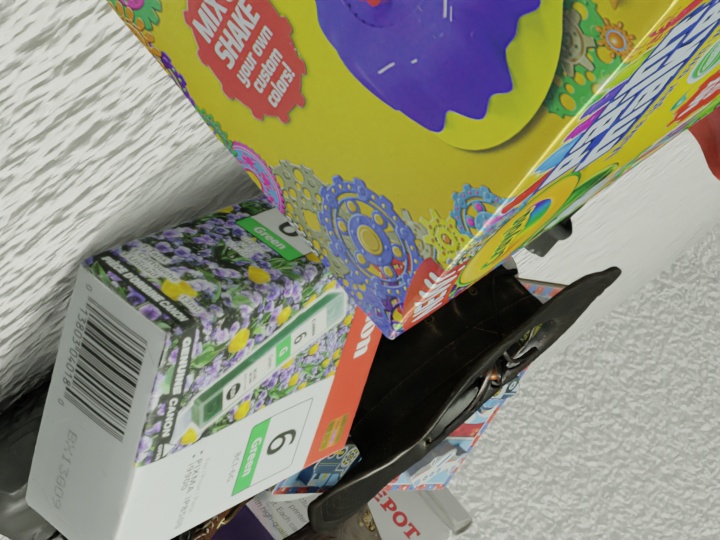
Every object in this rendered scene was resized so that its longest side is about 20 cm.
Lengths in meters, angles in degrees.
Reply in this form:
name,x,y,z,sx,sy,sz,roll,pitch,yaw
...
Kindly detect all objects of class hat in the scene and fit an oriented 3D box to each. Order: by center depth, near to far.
name,x,y,z,sx,sy,sz,roll,pitch,yaw
hat,0.031,0.038,1.113,0.201,0.081,0.201,-39,174,-5

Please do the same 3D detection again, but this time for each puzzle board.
name,x,y,z,sx,sy,sz,roll,pitch,yaw
puzzle board,0.042,0.067,1.266,0.151,0.017,0.200,-56,154,15

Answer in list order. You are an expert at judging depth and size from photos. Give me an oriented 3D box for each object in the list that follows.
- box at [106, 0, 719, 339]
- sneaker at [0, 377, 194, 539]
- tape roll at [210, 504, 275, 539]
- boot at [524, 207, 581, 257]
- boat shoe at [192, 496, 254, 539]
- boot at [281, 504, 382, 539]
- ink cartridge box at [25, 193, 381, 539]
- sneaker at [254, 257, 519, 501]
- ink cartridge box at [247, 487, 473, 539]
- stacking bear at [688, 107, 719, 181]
name,x,y,z,sx,sy,sz,roll,pitch,yaw
box,0.066,-0.118,0.415,0.193,0.122,0.200,-35,171,-30
sneaker,-0.108,0.092,0.914,0.076,0.091,0.200,-39,171,1
tape roll,-0.151,0.190,1.295,0.200,0.085,0.200,-39,172,-7
boot,0.092,-0.090,0.812,0.158,0.079,0.211,-40,166,2
boat shoe,-0.097,0.110,1.175,0.070,0.070,0.200,-48,177,25
boot,-0.052,0.199,1.292,0.200,0.064,0.186,-43,172,8
ink cartridge box,-0.030,0.026,0.846,0.200,0.050,0.109,-23,139,-46
sneaker,0.007,0.046,1.314,0.200,0.081,0.146,-32,159,-16
ink cartridge box,-0.047,0.182,1.520,0.200,0.147,0.145,-40,173,5
stacking bear,0.231,-0.151,1.124,0.114,0.121,0.200,-32,162,-37
